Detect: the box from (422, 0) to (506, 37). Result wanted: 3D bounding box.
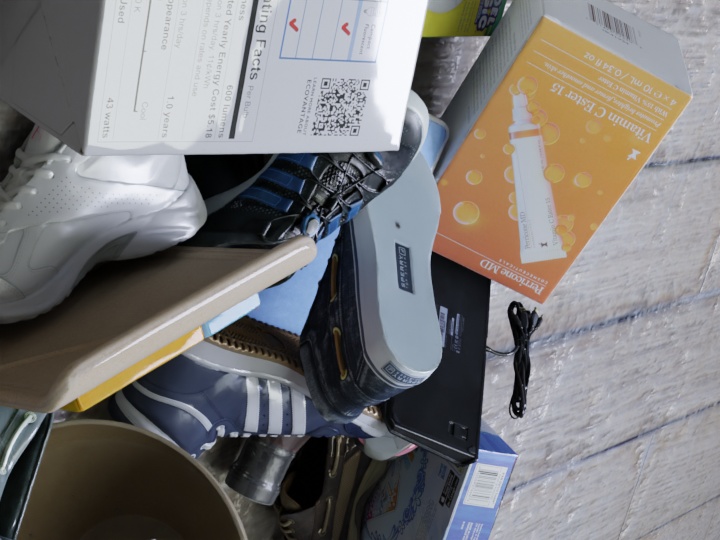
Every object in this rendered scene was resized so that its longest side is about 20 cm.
[{"bbox_3d":[0.054,-0.223,1.056,0.200,0.048,0.118,-14,124,-52],"label":"box"}]

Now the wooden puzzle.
[{"bbox_3d":[-0.144,0.032,0.828,0.185,0.199,0.037,-31,108,-40],"label":"wooden puzzle"}]

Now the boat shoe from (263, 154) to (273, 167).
[{"bbox_3d":[-0.021,-0.145,0.949,0.072,0.068,0.201,-52,144,-62],"label":"boat shoe"}]

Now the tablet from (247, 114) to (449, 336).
[{"bbox_3d":[-0.029,-0.035,1.051,0.130,0.014,0.201,23,92,-27],"label":"tablet"}]

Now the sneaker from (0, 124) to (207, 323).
[{"bbox_3d":[-0.179,-0.038,0.844,0.200,0.078,0.100,-32,121,-40],"label":"sneaker"}]

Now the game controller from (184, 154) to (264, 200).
[{"bbox_3d":[-0.103,-0.106,0.932,0.104,0.042,0.201,-31,137,-20],"label":"game controller"}]

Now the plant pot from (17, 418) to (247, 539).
[{"bbox_3d":[-0.156,0.199,0.947,0.201,0.200,0.134,-59,171,-7],"label":"plant pot"}]

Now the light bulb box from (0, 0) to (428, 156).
[{"bbox_3d":[-0.072,-0.170,0.792,0.199,0.125,0.199,-4,114,-38],"label":"light bulb box"}]

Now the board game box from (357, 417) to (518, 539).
[{"bbox_3d":[0.036,0.190,1.191,0.043,0.199,0.201,12,105,-25],"label":"board game box"}]

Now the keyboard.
[{"bbox_3d":[0.077,0.054,1.107,0.021,0.127,0.201,-47,-154,46],"label":"keyboard"}]

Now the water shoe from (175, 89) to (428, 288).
[{"bbox_3d":[-0.035,-0.032,0.914,0.200,0.079,0.071,-36,128,20],"label":"water shoe"}]

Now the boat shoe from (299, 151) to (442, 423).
[{"bbox_3d":[0.000,0.000,1.005,0.071,0.091,0.201,25,47,-31],"label":"boat shoe"}]

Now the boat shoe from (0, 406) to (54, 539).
[{"bbox_3d":[-0.211,0.159,0.843,0.073,0.061,0.201,104,-11,-62],"label":"boat shoe"}]

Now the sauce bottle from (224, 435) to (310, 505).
[{"bbox_3d":[-0.040,0.075,1.117,0.066,0.066,0.201,18,98,-57],"label":"sauce bottle"}]

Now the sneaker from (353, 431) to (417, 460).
[{"bbox_3d":[0.034,0.066,1.163,0.095,0.079,0.201,-52,-166,54],"label":"sneaker"}]

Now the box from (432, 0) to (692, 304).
[{"bbox_3d":[0.131,-0.097,1.101,0.200,0.124,0.098,-58,-167,30],"label":"box"}]

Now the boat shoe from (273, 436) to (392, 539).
[{"bbox_3d":[-0.037,0.180,1.205,0.073,0.075,0.201,9,111,-30],"label":"boat shoe"}]

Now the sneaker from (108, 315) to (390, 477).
[{"bbox_3d":[-0.077,0.095,1.024,0.199,0.070,0.109,26,107,-35],"label":"sneaker"}]
